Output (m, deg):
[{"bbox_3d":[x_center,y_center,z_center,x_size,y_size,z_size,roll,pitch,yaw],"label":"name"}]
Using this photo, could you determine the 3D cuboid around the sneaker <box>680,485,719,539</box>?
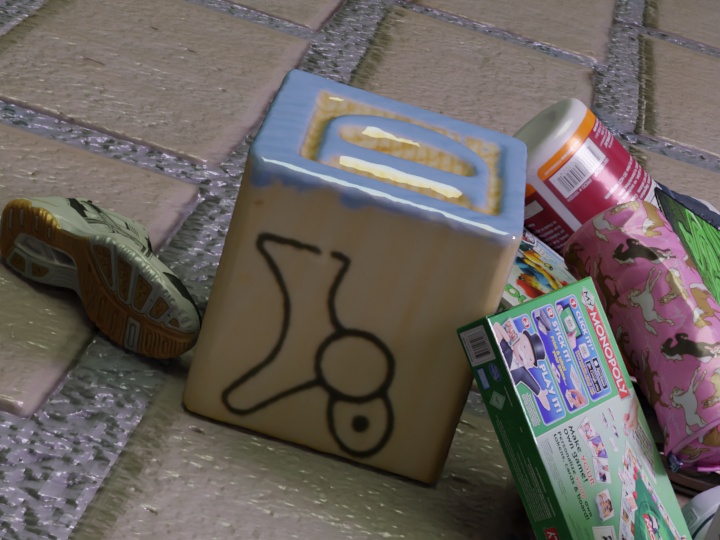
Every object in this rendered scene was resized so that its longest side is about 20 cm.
[{"bbox_3d":[0.319,0.176,1.225,0.200,0.073,0.071,-16,50,-22],"label":"sneaker"}]

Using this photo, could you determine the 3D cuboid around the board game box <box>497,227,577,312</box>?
[{"bbox_3d":[0.160,0.039,1.400,0.200,0.035,0.126,40,30,12],"label":"board game box"}]

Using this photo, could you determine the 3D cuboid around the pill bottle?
[{"bbox_3d":[0.208,-0.042,1.491,0.200,0.113,0.113,46,21,-12],"label":"pill bottle"}]

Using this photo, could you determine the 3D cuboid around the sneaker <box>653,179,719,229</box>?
[{"bbox_3d":[0.301,-0.031,1.627,0.146,0.077,0.202,17,12,-29],"label":"sneaker"}]

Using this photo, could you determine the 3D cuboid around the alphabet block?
[{"bbox_3d":[0.000,0.000,1.236,0.195,0.200,0.196,18,25,0],"label":"alphabet block"}]

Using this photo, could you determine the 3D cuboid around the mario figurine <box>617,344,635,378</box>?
[{"bbox_3d":[0.239,0.040,1.369,0.123,0.106,0.200,26,27,20],"label":"mario figurine"}]

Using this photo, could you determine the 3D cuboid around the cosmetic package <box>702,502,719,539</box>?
[{"bbox_3d":[0.269,0.169,1.054,0.102,0.200,0.074,34,29,33],"label":"cosmetic package"}]

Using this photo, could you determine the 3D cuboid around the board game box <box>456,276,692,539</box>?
[{"bbox_3d":[0.145,0.113,1.142,0.135,0.029,0.200,-17,85,-52],"label":"board game box"}]

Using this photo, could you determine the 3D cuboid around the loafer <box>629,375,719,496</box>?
[{"bbox_3d":[0.235,0.118,1.280,0.200,0.063,0.072,15,61,1],"label":"loafer"}]

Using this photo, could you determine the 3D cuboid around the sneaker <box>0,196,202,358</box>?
[{"bbox_3d":[-0.175,-0.007,1.284,0.200,0.076,0.088,33,29,30],"label":"sneaker"}]

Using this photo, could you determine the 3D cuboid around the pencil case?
[{"bbox_3d":[0.215,0.045,1.224,0.083,0.086,0.200,38,26,-56],"label":"pencil case"}]

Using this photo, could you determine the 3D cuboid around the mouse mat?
[{"bbox_3d":[0.291,0.038,1.326,0.161,0.008,0.200,26,39,-47],"label":"mouse mat"}]
